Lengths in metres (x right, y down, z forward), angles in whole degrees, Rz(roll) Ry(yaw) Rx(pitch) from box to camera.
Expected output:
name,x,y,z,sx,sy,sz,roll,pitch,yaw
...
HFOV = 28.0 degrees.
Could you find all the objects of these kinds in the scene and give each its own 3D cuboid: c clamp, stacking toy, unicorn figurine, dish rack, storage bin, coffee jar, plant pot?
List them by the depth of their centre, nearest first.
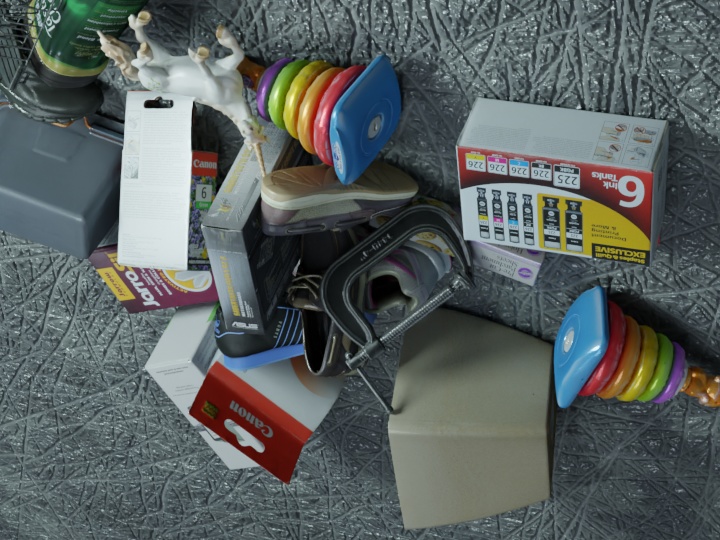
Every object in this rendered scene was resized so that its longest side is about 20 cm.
name,x,y,z,sx,sy,sz,roll,pitch,yaw
unicorn figurine,-0.164,-0.194,1.477,0.199,0.074,0.138,29,157,18
dish rack,-0.365,-0.293,1.495,0.054,0.154,0.200,-1,145,-34
coffee jar,-0.283,-0.279,1.499,0.085,0.105,0.200,-6,156,-36
stacking toy,-0.066,-0.184,1.511,0.199,0.110,0.116,25,149,23
c clamp,0.048,0.031,1.583,0.200,0.027,0.171,-42,103,6
stacking toy,0.322,0.108,1.607,0.199,0.110,0.116,18,130,-9
storage bin,-0.362,-0.112,1.693,0.199,0.135,0.146,19,143,6
plant pot,0.142,0.177,1.715,0.176,0.200,0.201,2,135,11

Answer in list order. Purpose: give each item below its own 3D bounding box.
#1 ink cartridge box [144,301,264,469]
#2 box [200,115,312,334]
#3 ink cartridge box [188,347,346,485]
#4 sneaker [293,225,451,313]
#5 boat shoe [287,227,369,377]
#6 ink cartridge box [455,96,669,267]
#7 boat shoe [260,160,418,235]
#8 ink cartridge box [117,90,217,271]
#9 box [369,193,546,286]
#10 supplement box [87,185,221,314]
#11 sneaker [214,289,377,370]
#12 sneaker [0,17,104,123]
name,x,y,z,sx,sy,sz,roll,pitch,yaw
ink cartridge box,-0.165,0.135,1.851,0.084,0.146,0.200,-11,128,34
box,-0.104,-0.056,1.572,0.048,0.201,0.159,7,138,17
ink cartridge box,-0.106,0.137,1.778,0.162,0.201,0.050,38,134,-17
sneaker,0.000,0.000,1.665,0.199,0.088,0.082,2,135,26
boat shoe,-0.038,0.025,1.607,0.074,0.073,0.201,-2,101,45
ink cartridge box,0.209,-0.074,1.481,0.199,0.084,0.176,9,138,18
boat shoe,-0.026,-0.074,1.534,0.072,0.199,0.065,42,127,35
ink cartridge box,-0.218,-0.102,1.643,0.108,0.050,0.201,5,93,34
box,0.109,-0.042,1.602,0.199,0.039,0.042,21,139,6
supplement box,-0.221,-0.023,1.756,0.199,0.086,0.111,-9,129,34
sneaker,-0.078,0.054,1.725,0.199,0.070,0.078,-18,116,-14
sneaker,-0.382,-0.235,1.629,0.199,0.076,0.091,22,131,-2
